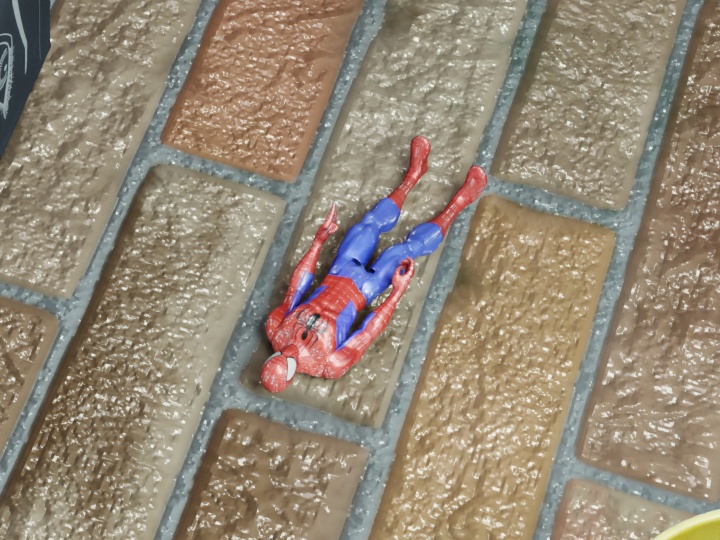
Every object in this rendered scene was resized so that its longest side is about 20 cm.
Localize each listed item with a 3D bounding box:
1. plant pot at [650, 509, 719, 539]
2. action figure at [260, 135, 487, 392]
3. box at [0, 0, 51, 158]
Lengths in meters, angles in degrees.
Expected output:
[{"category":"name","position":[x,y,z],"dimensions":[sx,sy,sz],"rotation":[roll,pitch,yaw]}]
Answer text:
[{"category":"plant pot","position":[0.203,0.241,1.296],"dimensions":[0.199,0.142,0.201],"rotation":[3,53,-4]},{"category":"action figure","position":[0.000,0.000,1.511],"dimensions":[0.065,0.052,0.200],"rotation":[31,59,11]},{"category":"box","position":[-0.261,-0.123,1.508],"dimensions":[0.104,0.148,0.201],"rotation":[14,52,5]}]
